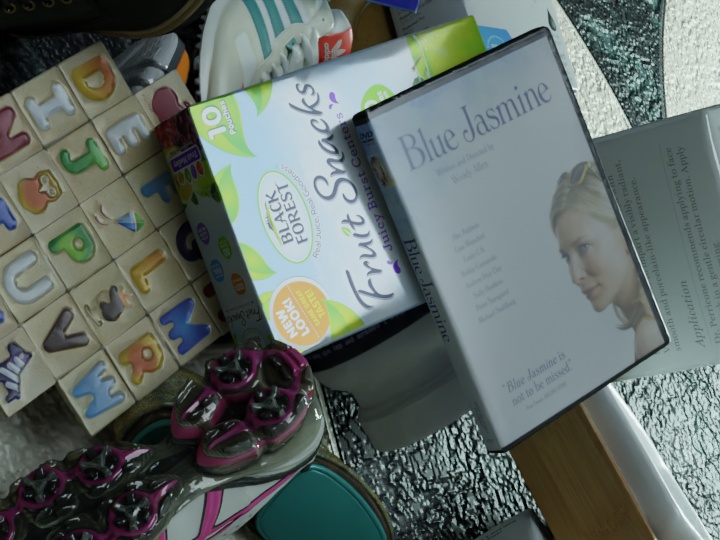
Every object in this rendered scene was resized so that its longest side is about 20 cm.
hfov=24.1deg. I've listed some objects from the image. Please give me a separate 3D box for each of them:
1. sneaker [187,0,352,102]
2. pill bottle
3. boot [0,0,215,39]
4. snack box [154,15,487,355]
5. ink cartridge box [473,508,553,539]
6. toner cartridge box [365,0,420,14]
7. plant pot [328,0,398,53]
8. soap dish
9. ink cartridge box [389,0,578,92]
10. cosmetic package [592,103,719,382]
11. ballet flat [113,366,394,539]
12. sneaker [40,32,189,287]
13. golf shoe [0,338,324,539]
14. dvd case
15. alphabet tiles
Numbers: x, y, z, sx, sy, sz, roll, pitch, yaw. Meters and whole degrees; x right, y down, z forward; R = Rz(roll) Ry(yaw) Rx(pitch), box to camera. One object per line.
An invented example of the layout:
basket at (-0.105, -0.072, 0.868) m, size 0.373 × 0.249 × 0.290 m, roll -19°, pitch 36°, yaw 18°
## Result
sneaker at (-0.052, -0.140, 1.039) m, size 0.092 × 0.071 × 0.201 m, roll 14°, pitch 44°, yaw -4°
pill bottle at (0.000, 0.000, 1.022) m, size 0.116 × 0.115 × 0.201 m, roll -37°, pitch 98°, yaw -51°
boot at (-0.170, -0.147, 0.852) m, size 0.138 × 0.199 × 0.078 m, roll -15°, pitch 92°, yaw -46°
snack box at (0.002, -0.045, 0.934) m, size 0.199 × 0.053 × 0.143 m, roll -22°, pitch 90°, yaw -32°
ink cartridge box at (0.108, 0.249, 0.967) m, size 0.147 × 0.084 × 0.200 m, roll 56°, pitch 9°, yaw -10°
toner cartridge box at (-0.055, -0.223, 1.048) m, size 0.198 × 0.043 × 0.095 m, roll 13°, pitch 36°, yaw -11°
plant pot at (0.040, -0.123, 1.204) m, size 0.199 × 0.027 × 0.202 m, roll 26°, pitch 52°, yaw -38°
soap dish at (0.169, 0.159, 1.084) m, size 0.200 × 0.081 × 0.158 m, roll 50°, pitch 10°, yaw -50°
ink cartridge box at (0.075, -0.213, 1.217) m, size 0.115 × 0.068 × 0.202 m, roll 0°, pitch 70°, yaw -49°
cosmetic package at (0.213, -0.021, 1.188) m, size 0.164 × 0.199 × 0.167 m, roll -18°, pitch 95°, yaw -50°
ballet flat at (-0.057, 0.107, 0.946) m, size 0.199 × 0.070 × 0.071 m, roll 33°, pitch 48°, yaw -35°
sneaker at (-0.122, -0.032, 0.945) m, size 0.112 × 0.077 × 0.201 m, roll 41°, pitch 55°, yaw -32°
golf shoe at (-0.101, 0.121, 0.838) m, size 0.199 × 0.093 × 0.073 m, roll -30°, pitch 52°, yaw -15°
dvd case at (0.089, -0.020, 0.940) m, size 0.142 × 0.017 × 0.202 m, roll -28°, pitch 99°, yaw -31°
alphabet tiles at (-0.136, -0.019, 0.867) m, size 0.200 × 0.006 × 0.167 m, roll -39°, pitch 102°, yaw -40°
